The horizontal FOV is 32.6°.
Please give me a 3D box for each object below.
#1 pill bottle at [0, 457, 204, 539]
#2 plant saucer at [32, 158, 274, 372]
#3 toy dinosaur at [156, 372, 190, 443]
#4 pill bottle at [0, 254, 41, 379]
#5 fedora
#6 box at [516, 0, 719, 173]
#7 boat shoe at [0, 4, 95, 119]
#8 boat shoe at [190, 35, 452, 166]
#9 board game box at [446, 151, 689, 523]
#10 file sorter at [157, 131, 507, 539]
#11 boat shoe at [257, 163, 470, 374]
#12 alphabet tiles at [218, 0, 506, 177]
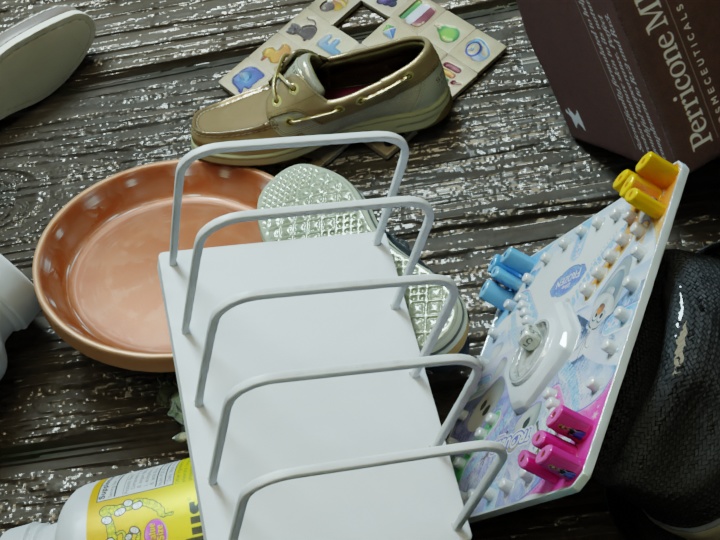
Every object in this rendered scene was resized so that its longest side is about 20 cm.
[{"bbox_3d":[-0.109,0.167,0.733,0.200,0.104,0.104,-15,56,5],"label":"pill bottle"},{"bbox_3d":[-0.127,-0.004,0.866,0.200,0.032,0.200,-1,45,1],"label":"plant saucer"},{"bbox_3d":[-0.080,0.085,0.774,0.088,0.200,0.048,-9,96,-12],"label":"toy dinosaur"},{"bbox_3d":[-0.316,0.069,0.842,0.116,0.116,0.200,27,67,27],"label":"pill bottle"},{"bbox_3d":[0.174,0.062,0.682,0.201,0.092,0.201,-42,36,39],"label":"fedora"},{"bbox_3d":[0.225,-0.190,0.807,0.200,0.166,0.164,-30,22,-6],"label":"box"},{"bbox_3d":[-0.309,-0.156,1.014,0.200,0.072,0.060,-42,61,-7],"label":"boat shoe"},{"bbox_3d":[-0.035,-0.132,0.914,0.200,0.066,0.074,-13,44,2],"label":"boat shoe"},{"bbox_3d":[0.098,0.047,0.713,0.026,0.200,0.200,30,64,-11],"label":"board game box"},{"bbox_3d":[-0.021,0.039,0.643,0.139,0.125,0.200,-6,58,-16],"label":"file sorter"},{"bbox_3d":[0.000,0.000,0.801,0.075,0.062,0.200,-44,54,-6],"label":"boat shoe"},{"bbox_3d":[-0.012,-0.150,0.971,0.200,0.008,0.167,-43,58,-14],"label":"alphabet tiles"}]
